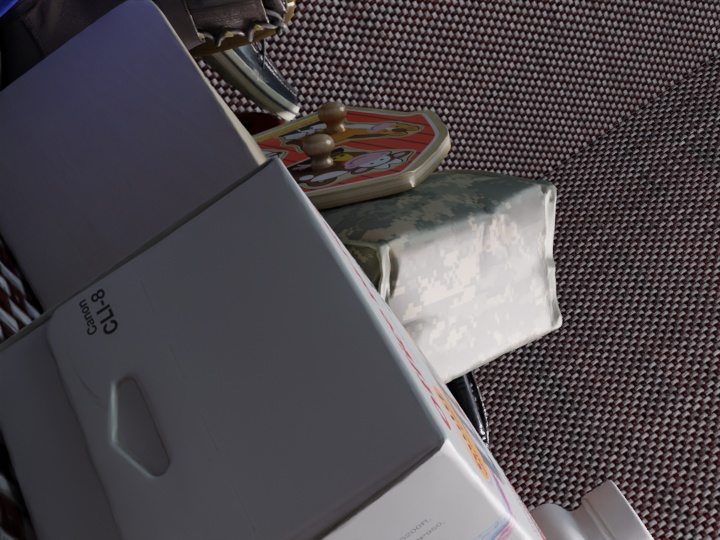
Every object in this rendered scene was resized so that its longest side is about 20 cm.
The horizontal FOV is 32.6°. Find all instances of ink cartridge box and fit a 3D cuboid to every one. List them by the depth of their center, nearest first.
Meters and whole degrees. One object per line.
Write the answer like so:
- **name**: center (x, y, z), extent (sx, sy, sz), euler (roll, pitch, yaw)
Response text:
- **ink cartridge box**: center (-0.026, 0.088, 0.499), extent (0.146, 0.144, 0.200), euler (57, 3, 35)

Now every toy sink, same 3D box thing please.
- **toy sink**: center (-0.098, -0.015, 0.647), extent (0.201, 0.130, 0.112), euler (55, 2, 17)

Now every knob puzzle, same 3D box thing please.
- **knob puzzle**: center (-0.030, -0.079, 0.794), extent (0.220, 0.217, 0.031), euler (-120, -163, -69)

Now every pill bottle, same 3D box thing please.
- **pill bottle**: center (0.138, 0.254, 0.965), extent (0.112, 0.199, 0.111), euler (55, 1, -2)

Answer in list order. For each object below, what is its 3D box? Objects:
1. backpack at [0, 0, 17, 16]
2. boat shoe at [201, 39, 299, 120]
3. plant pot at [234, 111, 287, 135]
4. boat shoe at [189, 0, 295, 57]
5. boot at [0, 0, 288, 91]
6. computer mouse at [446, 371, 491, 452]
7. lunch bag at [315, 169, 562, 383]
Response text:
- **backpack**: center (-0.218, -0.219, 0.559), extent (0.200, 0.168, 0.163), euler (49, -1, -9)
- **boat shoe**: center (-0.100, -0.185, 0.882), extent (0.200, 0.062, 0.075), euler (48, -7, -34)
- **plant pot**: center (-0.058, -0.014, 0.985), extent (0.195, 0.200, 0.201), euler (41, 12, -48)
- **boat shoe**: center (-0.140, -0.162, 0.750), extent (0.074, 0.198, 0.065), euler (84, -3, -53)
- **boot**: center (-0.124, -0.125, 0.685), extent (0.069, 0.172, 0.202), euler (-93, 170, -60)
- **computer mouse**: center (0.034, 0.120, 0.740), extent (0.199, 0.052, 0.140), euler (-8, 81, -53)
- **lunch bag**: center (0.000, 0.000, 0.783), extent (0.199, 0.163, 0.119), euler (13, -65, 44)
